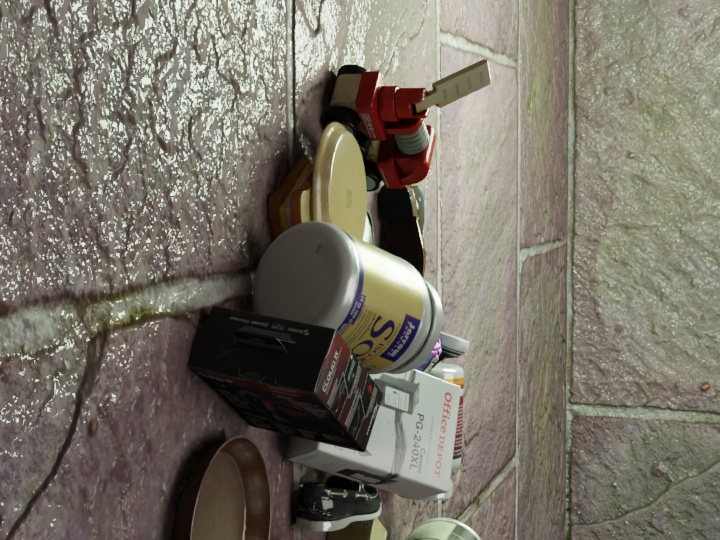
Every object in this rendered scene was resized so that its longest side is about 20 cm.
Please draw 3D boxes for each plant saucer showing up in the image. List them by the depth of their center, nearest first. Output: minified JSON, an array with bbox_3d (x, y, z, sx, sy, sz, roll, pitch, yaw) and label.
[{"bbox_3d":[-0.147,0.274,1.296,0.200,0.034,0.202,2,90,-71],"label":"plant saucer"}]

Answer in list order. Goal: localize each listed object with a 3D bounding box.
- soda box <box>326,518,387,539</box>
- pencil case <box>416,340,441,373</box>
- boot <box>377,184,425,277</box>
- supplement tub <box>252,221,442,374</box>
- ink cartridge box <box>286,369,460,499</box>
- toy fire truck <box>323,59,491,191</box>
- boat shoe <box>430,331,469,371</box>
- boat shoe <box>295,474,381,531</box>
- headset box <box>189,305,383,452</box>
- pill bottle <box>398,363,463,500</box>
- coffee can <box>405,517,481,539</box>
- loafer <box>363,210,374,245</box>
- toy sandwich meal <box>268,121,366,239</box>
[{"bbox_3d":[-0.019,0.427,1.633,0.068,0.064,0.201,62,35,-54],"label":"soda box"},{"bbox_3d":[0.043,0.175,1.671,0.085,0.092,0.201,5,106,-56],"label":"pencil case"},{"bbox_3d":[0.076,-0.037,1.855,0.097,0.074,0.202,-18,106,-67],"label":"boot"},{"bbox_3d":[-0.010,0.038,1.412,0.200,0.145,0.146,24,67,-48],"label":"supplement tub"},{"bbox_3d":[0.021,0.189,1.541,0.199,0.083,0.146,22,64,-26],"label":"ink cartridge box"},{"bbox_3d":[0.073,-0.202,1.643,0.176,0.199,0.129,64,34,-53],"label":"toy fire truck"},{"bbox_3d":[0.083,0.116,1.763,0.070,0.200,0.067,19,83,-33],"label":"boat shoe"},{"bbox_3d":[-0.025,0.293,1.600,0.200,0.073,0.061,3,93,-63],"label":"boat shoe"},{"bbox_3d":[-0.077,0.113,1.302,0.200,0.148,0.075,57,47,-57],"label":"headset box"},{"bbox_3d":[0.101,0.246,1.888,0.113,0.112,0.202,1,90,-71],"label":"pill bottle"},{"bbox_3d":[0.104,0.479,1.866,0.200,0.145,0.148,-30,119,-68],"label":"coffee can"},{"bbox_3d":[0.000,0.000,1.599,0.073,0.072,0.201,23,57,-36],"label":"loafer"},{"bbox_3d":[-0.048,-0.084,1.513,0.205,0.070,0.207,0,90,-74],"label":"toy sandwich meal"}]
